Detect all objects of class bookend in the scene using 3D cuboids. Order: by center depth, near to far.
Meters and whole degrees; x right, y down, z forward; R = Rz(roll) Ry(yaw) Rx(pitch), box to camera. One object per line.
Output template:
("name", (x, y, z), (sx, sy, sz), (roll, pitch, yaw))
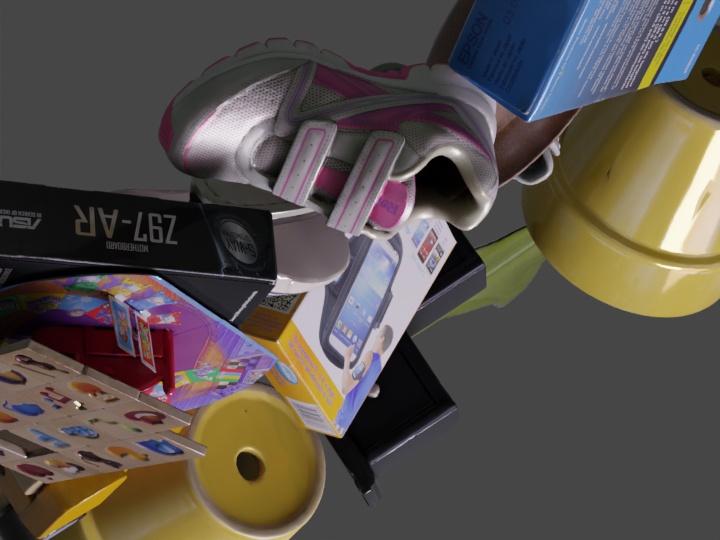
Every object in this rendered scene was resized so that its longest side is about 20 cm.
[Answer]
("bookend", (0.033, 0.049, 1.430), (0.198, 0.200, 0.092), (-32, 166, -4))

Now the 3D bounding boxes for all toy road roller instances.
("toy road roller", (-0.186, 0.091, 1.178), (0.146, 0.123, 0.200), (-30, 174, -26))

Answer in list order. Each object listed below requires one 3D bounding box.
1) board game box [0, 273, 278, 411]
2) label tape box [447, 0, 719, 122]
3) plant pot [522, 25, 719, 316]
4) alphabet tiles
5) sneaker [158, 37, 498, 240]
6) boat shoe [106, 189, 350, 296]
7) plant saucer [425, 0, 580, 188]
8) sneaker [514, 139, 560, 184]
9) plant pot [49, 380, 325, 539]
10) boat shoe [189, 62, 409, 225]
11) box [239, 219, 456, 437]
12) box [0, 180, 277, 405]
("board game box", (-0.142, 0.063, 0.964), (0.158, 0.039, 0.200), (-17, 152, 20))
("label tape box", (0.148, -0.172, 1.014), (0.200, 0.063, 0.145), (-19, 140, -53))
("plant pot", (0.259, -0.097, 1.498), (0.200, 0.201, 0.189), (-25, 152, -39))
("alphabet tiles", (-0.183, 0.072, 0.941), (0.167, 0.008, 0.200), (30, 152, -32))
("sneaker", (-0.007, -0.065, 0.957), (0.199, 0.088, 0.081), (-1, 137, -21))
("boat shoe", (-0.105, -0.005, 1.090), (0.200, 0.075, 0.093), (4, 152, -43))
("plant saucer", (0.098, -0.135, 1.091), (0.200, 0.034, 0.201), (-40, 152, -27))
("sneaker", (0.114, -0.103, 1.290), (0.076, 0.092, 0.200), (-38, 169, 29))
("plant pot", (-0.131, 0.177, 1.461), (0.200, 0.201, 0.189), (-25, 176, -38))
("boat shoe", (-0.030, -0.064, 1.080), (0.201, 0.072, 0.061), (-28, 165, -42))
("box", (0.000, 0.000, 1.231), (0.200, 0.041, 0.119), (-57, 142, -23))
("box", (-0.154, 0.022, 0.976), (0.160, 0.044, 0.200), (6, 152, -25))
